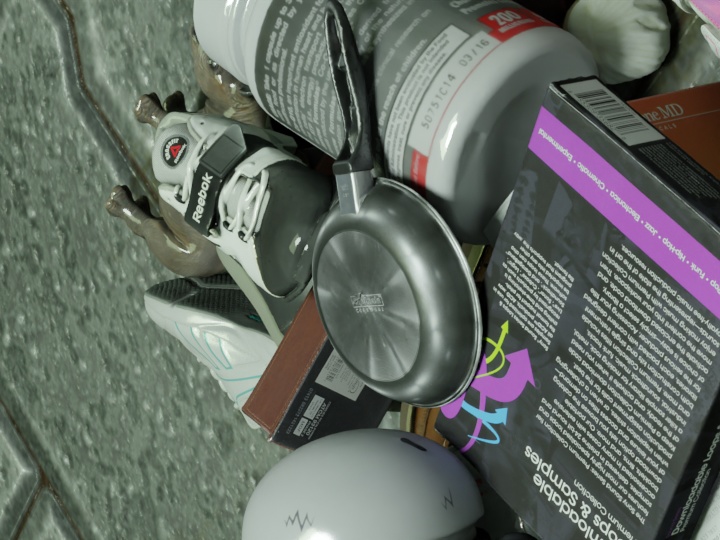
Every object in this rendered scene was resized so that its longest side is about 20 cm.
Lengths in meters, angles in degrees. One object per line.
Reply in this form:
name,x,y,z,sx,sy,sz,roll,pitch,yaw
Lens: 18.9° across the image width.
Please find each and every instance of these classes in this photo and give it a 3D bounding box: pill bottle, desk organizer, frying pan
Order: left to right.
desk organizer,0.000,0.000,1.193,0.077,0.072,0.201,32,95,45
frying pan,0.013,-0.021,1.019,0.115,0.031,0.191,26,127,43
pill bottle,0.014,-0.107,1.095,0.200,0.113,0.115,35,127,35

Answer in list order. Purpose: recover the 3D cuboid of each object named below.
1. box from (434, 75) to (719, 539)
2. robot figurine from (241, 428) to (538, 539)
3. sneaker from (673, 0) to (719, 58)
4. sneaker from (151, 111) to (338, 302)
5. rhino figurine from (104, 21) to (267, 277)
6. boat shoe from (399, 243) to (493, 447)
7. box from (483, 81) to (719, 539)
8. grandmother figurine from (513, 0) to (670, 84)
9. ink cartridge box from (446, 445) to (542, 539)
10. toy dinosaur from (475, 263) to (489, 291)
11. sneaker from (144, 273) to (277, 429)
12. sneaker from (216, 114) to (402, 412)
box,0.110,0.036,0.967,0.143,0.036,0.201,46,132,35
robot figurine,0.010,0.177,1.045,0.125,0.149,0.202,-174,75,-74
sneaker,0.176,-0.133,0.995,0.199,0.081,0.089,29,121,44
sneaker,-0.070,-0.041,1.172,0.075,0.088,0.200,-66,21,7
rhino figurine,-0.097,-0.080,1.366,0.087,0.060,0.201,35,127,18
boat shoe,0.076,0.054,1.184,0.068,0.072,0.201,39,129,39
box,0.171,0.023,1.016,0.201,0.124,0.098,59,138,20
grandmother figurine,0.078,-0.134,1.141,0.199,0.060,0.122,14,132,45
ink cartridge box,0.079,0.189,1.123,0.146,0.084,0.201,-27,79,46
toy dinosaur,0.113,0.023,1.109,0.198,0.061,0.107,-1,131,24
sneaker,-0.071,0.057,1.372,0.200,0.070,0.081,24,122,44
sneaker,-0.015,-0.008,1.276,0.200,0.074,0.107,44,131,36
